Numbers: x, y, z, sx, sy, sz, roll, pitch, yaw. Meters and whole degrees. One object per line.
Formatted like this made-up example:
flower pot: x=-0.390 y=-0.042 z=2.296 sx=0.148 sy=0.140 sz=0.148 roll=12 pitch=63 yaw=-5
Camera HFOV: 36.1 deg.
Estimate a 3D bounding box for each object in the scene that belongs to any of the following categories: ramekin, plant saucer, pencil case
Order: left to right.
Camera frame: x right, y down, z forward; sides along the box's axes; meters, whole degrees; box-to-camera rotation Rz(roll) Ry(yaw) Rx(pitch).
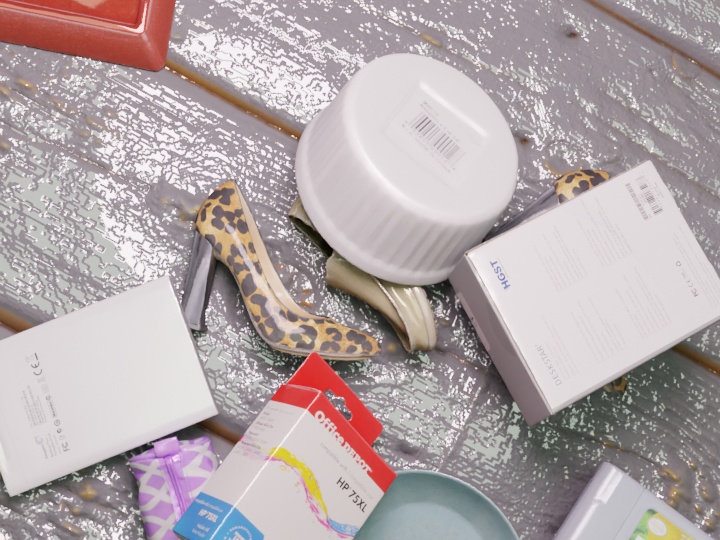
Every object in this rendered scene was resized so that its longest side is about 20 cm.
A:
plant saucer: x=-0.268 y=-0.308 z=1.047 sx=0.196 sy=0.037 sz=0.203 roll=10 pitch=82 yaw=-9
pencil case: x=-0.147 y=0.248 z=0.975 sx=0.083 sy=0.086 sz=0.203 roll=-17 pitch=85 yaw=0
ramekin: x=0.048 y=-0.098 z=1.003 sx=0.197 sy=0.098 sz=0.203 roll=13 pitch=57 yaw=-20
plant saucer: x=0.057 y=0.278 z=1.008 sx=0.197 sy=0.039 sz=0.205 roll=1 pitch=94 yaw=12

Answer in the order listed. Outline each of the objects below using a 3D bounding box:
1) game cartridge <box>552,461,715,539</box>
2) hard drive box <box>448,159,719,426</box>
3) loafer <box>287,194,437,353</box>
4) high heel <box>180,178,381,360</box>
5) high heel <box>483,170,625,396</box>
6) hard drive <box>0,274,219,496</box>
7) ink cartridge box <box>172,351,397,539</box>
game cartridge: x=0.268 y=0.287 z=1.001 sx=0.199 sy=0.041 sz=0.134 roll=36 pitch=80 yaw=5
hard drive box: x=0.203 y=0.019 z=0.981 sx=0.198 sy=0.077 sz=0.158 roll=-25 pitch=79 yaw=-14
loafer: x=0.000 y=0.000 z=1.039 sx=0.068 sy=0.076 sz=0.201 roll=-33 pitch=80 yaw=-10
high heel: x=-0.065 y=0.002 z=1.023 sx=0.197 sy=0.071 sz=0.145 roll=13 pitch=87 yaw=1
high heel: x=0.230 y=0.006 z=1.064 sx=0.142 sy=0.071 sz=0.201 roll=-35 pitch=81 yaw=-5
hard drive: x=-0.241 y=0.102 z=0.992 sx=0.197 sy=0.027 sz=0.134 roll=-21 pitch=87 yaw=-2
ink cartridge box: x=-0.051 y=0.182 z=0.948 sx=0.116 sy=0.067 sz=0.201 roll=48 pitch=66 yaw=-25
